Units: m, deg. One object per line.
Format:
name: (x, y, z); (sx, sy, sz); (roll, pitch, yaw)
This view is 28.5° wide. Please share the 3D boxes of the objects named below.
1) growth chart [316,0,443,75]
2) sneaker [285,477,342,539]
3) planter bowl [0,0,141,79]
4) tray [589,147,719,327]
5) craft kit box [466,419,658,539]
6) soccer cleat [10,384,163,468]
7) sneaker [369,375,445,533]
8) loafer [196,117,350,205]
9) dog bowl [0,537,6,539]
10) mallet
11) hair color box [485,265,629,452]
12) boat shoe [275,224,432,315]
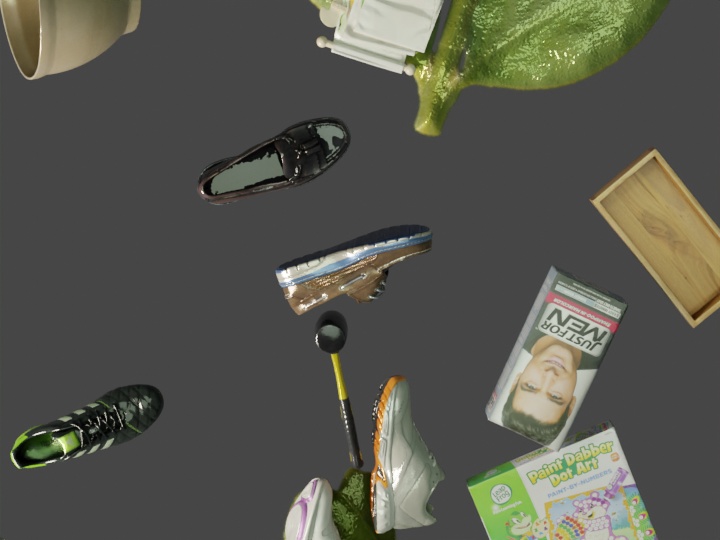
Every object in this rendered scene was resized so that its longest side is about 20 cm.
growth chart: (0.040, -0.338, 1.702); (0.143, 0.018, 0.202); (25, 98, -2)
sneaker: (-0.045, 0.358, 1.784); (0.098, 0.075, 0.203); (3, 99, -18)
planter bowl: (-0.332, -0.328, 1.637); (0.133, 0.200, 0.203); (-10, 99, -25)
tray: (0.380, -0.041, 1.729); (0.098, 0.037, 0.200); (-39, 95, 6)
craft kit box: (0.260, 0.317, 1.778); (0.198, 0.049, 0.199); (-23, 94, 4)
soccer cleat: (-0.336, 0.199, 1.750); (0.198, 0.081, 0.068); (-22, 97, 4)
sneaker: (0.061, 0.226, 1.759); (0.091, 0.076, 0.203); (0, 106, -7)
loafer: (-0.104, -0.126, 1.710); (0.198, 0.063, 0.073); (-22, 97, 4)
dog bowl: (-0.493, 0.424, 1.795); (0.197, 0.059, 0.203); (0, 97, 1)
mallet: (-0.022, 0.146, 1.765); (0.041, 0.066, 0.202); (-10, 112, 3)
hair color box: (0.239, 0.107, 1.739); (0.098, 0.061, 0.202); (24, 98, -3)
boat shoe: (0.000, 0.000, 1.729); (0.198, 0.072, 0.073); (-16, 102, 13)
